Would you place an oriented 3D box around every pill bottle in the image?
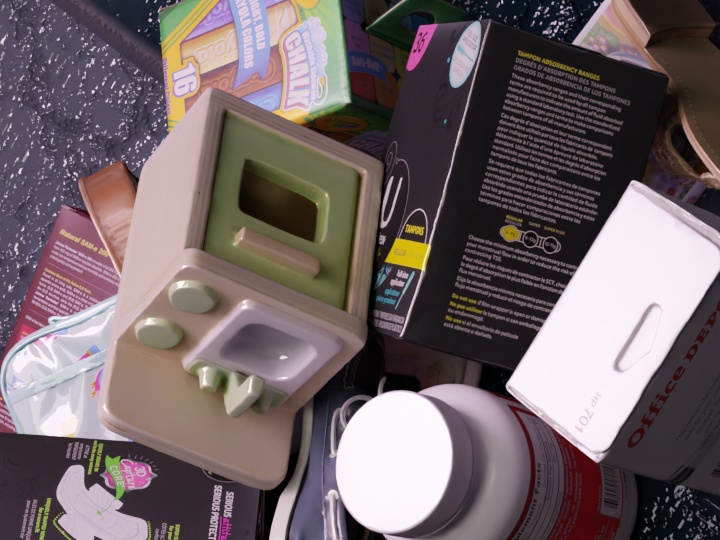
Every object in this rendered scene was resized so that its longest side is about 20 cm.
[{"bbox_3d":[0.076,0.131,1.643,0.112,0.200,0.113,-10,72,34],"label":"pill bottle"}]

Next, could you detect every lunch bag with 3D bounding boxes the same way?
[{"bbox_3d":[-0.147,0.088,1.850,0.199,0.077,0.161,-25,84,11],"label":"lunch bag"}]

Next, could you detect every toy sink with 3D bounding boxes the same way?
[{"bbox_3d":[-0.070,0.010,1.652,0.112,0.130,0.201,-44,29,47],"label":"toy sink"}]

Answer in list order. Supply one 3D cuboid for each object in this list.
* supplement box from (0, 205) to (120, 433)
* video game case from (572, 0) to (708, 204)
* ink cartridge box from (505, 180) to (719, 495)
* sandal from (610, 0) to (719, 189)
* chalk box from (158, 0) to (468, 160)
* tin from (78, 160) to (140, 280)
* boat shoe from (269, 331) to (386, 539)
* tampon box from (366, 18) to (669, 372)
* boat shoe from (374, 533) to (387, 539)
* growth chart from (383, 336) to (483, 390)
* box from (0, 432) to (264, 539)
[{"bbox_3d":[-0.201,0.066,1.951,0.109,0.061,0.201,25,95,36],"label":"supplement box"},{"bbox_3d":[0.157,-0.070,1.748,0.200,0.018,0.143,-53,55,14],"label":"video game case"},{"bbox_3d":[0.198,0.045,1.575,0.086,0.200,0.147,39,102,36],"label":"ink cartridge box"},{"bbox_3d":[0.210,-0.092,1.676,0.212,0.077,0.070,64,147,36],"label":"sandal"},{"bbox_3d":[-0.021,-0.139,1.830,0.199,0.125,0.125,-18,68,33],"label":"chalk box"},{"bbox_3d":[-0.125,0.020,1.752,0.042,0.112,0.201,-28,76,5],"label":"tin"},{"bbox_3d":[-0.006,0.115,1.683,0.062,0.075,0.201,-9,43,27],"label":"boat shoe"},{"bbox_3d":[0.085,-0.043,1.668,0.150,0.126,0.201,-170,96,-73],"label":"tampon box"},{"bbox_3d":[0.026,0.163,1.720,0.066,0.070,0.201,-5,40,28],"label":"boat shoe"},{"bbox_3d":[0.000,0.000,1.774,0.199,0.018,0.146,17,98,7],"label":"growth chart"},{"bbox_3d":[-0.165,0.203,1.762,0.199,0.149,0.125,4,36,1],"label":"box"}]
